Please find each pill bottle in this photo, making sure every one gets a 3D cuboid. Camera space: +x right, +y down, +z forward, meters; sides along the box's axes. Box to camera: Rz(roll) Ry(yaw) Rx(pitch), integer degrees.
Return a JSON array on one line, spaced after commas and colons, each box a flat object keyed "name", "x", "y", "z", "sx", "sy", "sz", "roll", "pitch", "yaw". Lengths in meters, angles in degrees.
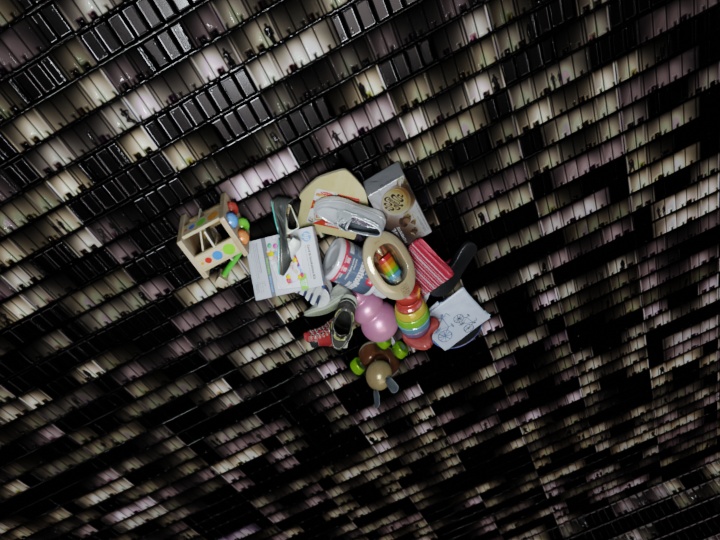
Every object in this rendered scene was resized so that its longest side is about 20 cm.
[{"name": "pill bottle", "x": 0.000, "y": 0.000, "z": 1.562, "sx": 0.195, "sy": 0.121, "sz": 0.121, "roll": 23, "pitch": 119, "yaw": -24}]

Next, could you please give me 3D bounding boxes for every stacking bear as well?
[{"name": "stacking bear", "x": 0.149, "y": 0.112, "z": 1.603, "sx": 0.110, "sy": 0.123, "sz": 0.204, "roll": 3, "pitch": 132, "yaw": 29}]

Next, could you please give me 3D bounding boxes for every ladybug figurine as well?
[{"name": "ladybug figurine", "x": 0.073, "y": -0.012, "z": 1.490, "sx": 0.134, "sy": 0.072, "sz": 0.204, "roll": -34, "pitch": 102, "yaw": -16}]

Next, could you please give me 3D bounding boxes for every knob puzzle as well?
[{"name": "knob puzzle", "x": -0.068, "y": -0.186, "z": 1.462, "sx": 0.210, "sy": 0.031, "sz": 0.225, "roll": -4, "pitch": 132, "yaw": -4}]

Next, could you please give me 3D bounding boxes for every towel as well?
[{"name": "towel", "x": 0.164, "y": 0.000, "z": 1.576, "sx": 0.144, "sy": 0.023, "sz": 0.200, "roll": 44, "pitch": 144, "yaw": -4}]

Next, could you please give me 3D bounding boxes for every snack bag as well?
[{"name": "snack bag", "x": 0.293, "y": 0.152, "z": 1.755, "sx": 0.198, "sy": 0.022, "sz": 0.188, "roll": -39, "pitch": 125, "yaw": 17}]

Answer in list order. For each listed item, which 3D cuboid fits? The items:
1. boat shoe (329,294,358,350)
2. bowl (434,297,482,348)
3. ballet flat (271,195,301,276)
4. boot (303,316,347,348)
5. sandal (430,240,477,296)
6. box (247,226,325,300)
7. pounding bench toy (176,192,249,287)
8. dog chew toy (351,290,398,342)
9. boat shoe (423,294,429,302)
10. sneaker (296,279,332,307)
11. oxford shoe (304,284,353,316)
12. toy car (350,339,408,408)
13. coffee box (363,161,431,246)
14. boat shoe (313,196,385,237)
[{"name": "boat shoe", "x": -0.055, "y": 0.161, "z": 1.584, "sx": 0.069, "sy": 0.061, "sz": 0.206, "roll": 17, "pitch": 130, "yaw": 4}, {"name": "bowl", "x": 0.309, "y": 0.174, "z": 1.813, "sx": 0.192, "sy": 0.040, "sz": 0.206, "roll": -6, "pitch": 126, "yaw": -8}, {"name": "ballet flat", "x": -0.190, "y": -0.092, "z": 1.433, "sx": 0.066, "sy": 0.068, "sz": 0.209, "roll": -6, "pitch": 91, "yaw": 0}, {"name": "boot", "x": -0.102, "y": 0.178, "z": 1.686, "sx": 0.138, "sy": 0.075, "sz": 0.203, "roll": 0, "pitch": 144, "yaw": -9}, {"name": "sandal", "x": 0.278, "y": -0.006, "z": 1.678, "sx": 0.074, "sy": 0.045, "sz": 0.202, "roll": 30, "pitch": 101, "yaw": -36}, {"name": "box", "x": -0.202, "y": -0.018, "z": 1.489, "sx": 0.192, "sy": 0.041, "sz": 0.162, "roll": -12, "pitch": 90, "yaw": 7}, {"name": "pounding bench toy", "x": -0.351, "y": -0.068, "z": 1.436, "sx": 0.152, "sy": 0.126, "sz": 0.203, "roll": -24, "pitch": 127, "yaw": 6}, {"name": "dog chew toy", "x": 0.028, "y": 0.118, "z": 1.663, "sx": 0.123, "sy": 0.125, "sz": 0.201, "roll": -35, "pitch": 109, "yaw": 16}, {"name": "boat shoe", "x": 0.155, "y": 0.089, "z": 1.704, "sx": 0.064, "sy": 0.071, "sz": 0.203, "roll": 10, "pitch": 130, "yaw": -20}, {"name": "sneaker", "x": -0.157, "y": 0.016, "z": 1.572, "sx": 0.196, "sy": 0.115, "sz": 0.082, "roll": 35, "pitch": 116, "yaw": 2}, {"name": "oxford shoe", "x": -0.097, "y": 0.088, "z": 1.638, "sx": 0.074, "sy": 0.060, "sz": 0.197, "roll": -1, "pitch": 157, "yaw": -47}, {"name": "toy car", "x": 0.072, "y": 0.336, "z": 1.776, "sx": 0.155, "sy": 0.203, "sz": 0.165, "roll": 30, "pitch": 116, "yaw": -30}, {"name": "coffee box", "x": 0.101, "y": -0.170, "z": 1.488, "sx": 0.110, "sy": 0.081, "sz": 0.202, "roll": -26, "pitch": 127, "yaw": 9}, {"name": "boat shoe", "x": -0.031, "y": -0.131, "z": 1.429, "sx": 0.193, "sy": 0.070, "sz": 0.073, "roll": 19, "pitch": 133, "yaw": -4}]
